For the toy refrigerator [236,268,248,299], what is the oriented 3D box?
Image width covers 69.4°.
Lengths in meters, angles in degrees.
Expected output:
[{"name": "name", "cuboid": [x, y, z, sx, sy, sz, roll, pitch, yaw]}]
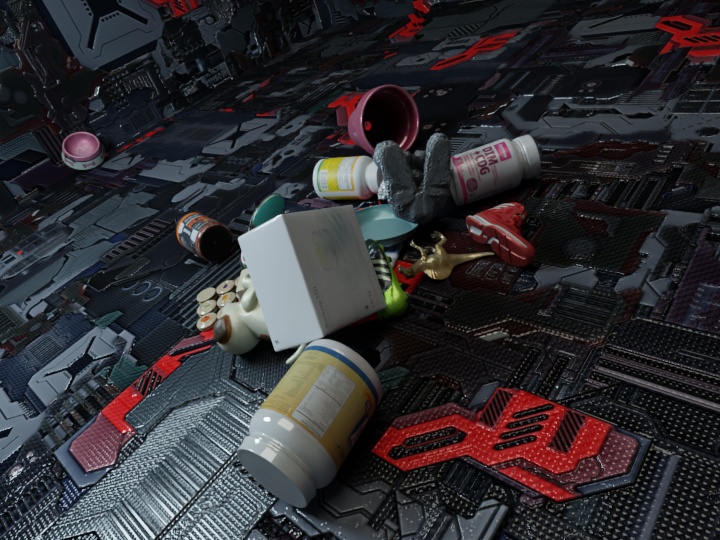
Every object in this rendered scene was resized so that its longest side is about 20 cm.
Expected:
[{"name": "toy refrigerator", "cuboid": [-0.160, 0.018, 1.120, 0.196, 0.071, 0.077, -19, 35, 13]}]

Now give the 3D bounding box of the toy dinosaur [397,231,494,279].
[{"name": "toy dinosaur", "cuboid": [0.162, -0.024, 1.061, 0.196, 0.059, 0.102, -13, 50, -8]}]

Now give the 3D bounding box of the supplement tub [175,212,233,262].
[{"name": "supplement tub", "cuboid": [-0.437, -0.098, 1.425, 0.107, 0.108, 0.198, -39, 38, -25]}]

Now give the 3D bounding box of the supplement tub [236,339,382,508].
[{"name": "supplement tub", "cuboid": [-0.071, 0.218, 0.761, 0.142, 0.146, 0.201, 8, 44, 36]}]

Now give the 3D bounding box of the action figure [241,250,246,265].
[{"name": "action figure", "cuboid": [-0.150, -0.072, 1.166, 0.197, 0.148, 0.137, -11, 73, 37]}]

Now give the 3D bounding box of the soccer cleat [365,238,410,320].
[{"name": "soccer cleat", "cuboid": [0.031, 0.012, 1.032, 0.080, 0.068, 0.202, -19, 48, -7]}]

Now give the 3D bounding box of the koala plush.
[{"name": "koala plush", "cuboid": [0.114, -0.200, 1.196, 0.173, 0.188, 0.200, -8, 6, -4]}]

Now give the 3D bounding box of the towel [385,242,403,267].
[{"name": "towel", "cuboid": [0.000, 0.000, 1.128, 0.144, 0.024, 0.201, 1, 40, 28]}]

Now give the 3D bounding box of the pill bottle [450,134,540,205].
[{"name": "pill bottle", "cuboid": [0.302, -0.233, 1.197, 0.196, 0.115, 0.114, -19, 34, 4]}]

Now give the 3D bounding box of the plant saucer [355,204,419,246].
[{"name": "plant saucer", "cuboid": [0.047, -0.099, 1.201, 0.195, 0.037, 0.201, -7, 29, 4]}]

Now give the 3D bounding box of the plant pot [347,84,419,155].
[{"name": "plant pot", "cuboid": [0.052, -0.439, 1.566, 0.198, 0.203, 0.178, -33, 20, -17]}]

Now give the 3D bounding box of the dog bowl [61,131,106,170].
[{"name": "dog bowl", "cuboid": [-1.349, -0.587, 2.524, 0.196, 0.074, 0.204, 7, 58, -12]}]

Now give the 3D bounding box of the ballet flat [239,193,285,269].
[{"name": "ballet flat", "cuboid": [-0.247, -0.096, 1.265, 0.203, 0.067, 0.068, -65, 23, -3]}]

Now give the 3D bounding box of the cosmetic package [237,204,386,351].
[{"name": "cosmetic package", "cuboid": [-0.078, 0.007, 0.907, 0.122, 0.203, 0.199, -20, -1, 37]}]

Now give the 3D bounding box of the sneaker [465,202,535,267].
[{"name": "sneaker", "cuboid": [0.305, -0.088, 1.033, 0.114, 0.079, 0.200, -29, 36, -9]}]

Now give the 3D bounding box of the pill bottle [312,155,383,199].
[{"name": "pill bottle", "cuboid": [-0.020, -0.248, 1.394, 0.197, 0.114, 0.113, 4, 41, 33]}]

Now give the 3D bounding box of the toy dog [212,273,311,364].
[{"name": "toy dog", "cuboid": [-0.187, 0.101, 1.019, 0.196, 0.140, 0.198, -14, 71, 8]}]

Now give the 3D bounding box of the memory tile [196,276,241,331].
[{"name": "memory tile", "cuboid": [-0.290, 0.059, 1.212, 0.197, 0.017, 0.154, -23, 34, -1]}]
